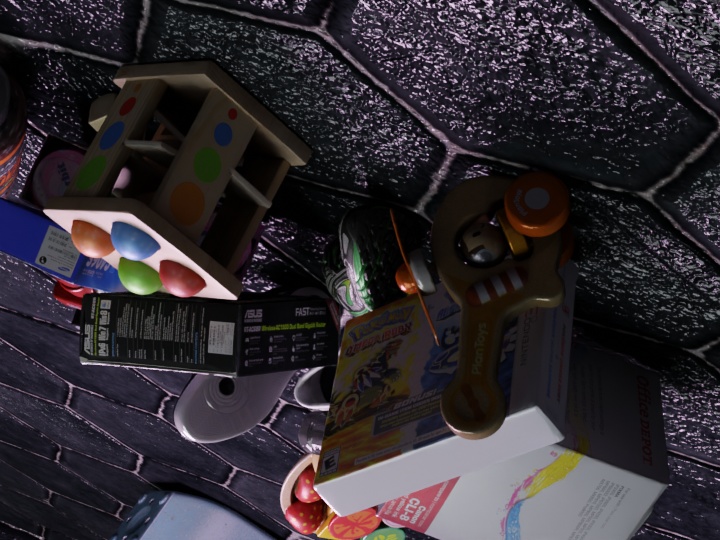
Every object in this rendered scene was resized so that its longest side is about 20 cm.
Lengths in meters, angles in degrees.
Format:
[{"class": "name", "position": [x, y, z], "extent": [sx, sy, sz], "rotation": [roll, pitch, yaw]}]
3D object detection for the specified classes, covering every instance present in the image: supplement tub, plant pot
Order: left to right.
[{"class": "supplement tub", "position": [-0.347, -0.124, 1.673], "extent": [0.107, 0.107, 0.200], "rotation": [28, 161, -4]}, {"class": "plant pot", "position": [-0.271, 0.440, 2.913], "extent": [0.200, 0.197, 0.196], "rotation": [44, 156, -18]}]

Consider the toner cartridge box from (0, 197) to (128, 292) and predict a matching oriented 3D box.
[{"class": "toner cartridge box", "position": [-0.256, -0.018, 1.679], "extent": [0.095, 0.043, 0.200], "rotation": [25, 180, 10]}]

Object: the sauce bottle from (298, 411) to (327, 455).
[{"class": "sauce bottle", "position": [0.028, 0.163, 1.743], "extent": [0.200, 0.066, 0.066], "rotation": [4, 151, 43]}]

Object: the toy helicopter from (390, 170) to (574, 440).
[{"class": "toy helicopter", "position": [0.080, 0.023, 1.364], "extent": [0.132, 0.201, 0.079], "rotation": [4, 156, 11]}]

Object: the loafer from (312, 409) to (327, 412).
[{"class": "loafer", "position": [-0.003, 0.191, 2.120], "extent": [0.069, 0.075, 0.200], "rotation": [-13, 147, 11]}]

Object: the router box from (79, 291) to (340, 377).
[{"class": "router box", "position": [-0.124, 0.051, 1.623], "extent": [0.149, 0.062, 0.200], "rotation": [3, -179, 24]}]

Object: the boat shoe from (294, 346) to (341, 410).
[{"class": "boat shoe", "position": [0.023, 0.088, 1.708], "extent": [0.200, 0.074, 0.065], "rotation": [-30, 168, 39]}]

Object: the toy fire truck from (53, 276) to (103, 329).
[{"class": "toy fire truck", "position": [-0.228, -0.006, 1.839], "extent": [0.176, 0.129, 0.200], "rotation": [16, 168, 26]}]

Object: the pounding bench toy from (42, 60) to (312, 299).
[{"class": "pounding bench toy", "position": [-0.172, -0.065, 1.525], "extent": [0.200, 0.156, 0.124], "rotation": [4, 151, 48]}]

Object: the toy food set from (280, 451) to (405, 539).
[{"class": "toy food set", "position": [0.012, 0.234, 2.077], "extent": [0.197, 0.049, 0.200], "rotation": [14, 130, -33]}]

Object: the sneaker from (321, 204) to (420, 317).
[{"class": "sneaker", "position": [0.000, 0.000, 1.591], "extent": [0.085, 0.078, 0.200], "rotation": [23, 161, 14]}]

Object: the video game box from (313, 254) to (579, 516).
[{"class": "video game box", "position": [0.067, 0.080, 1.446], "extent": [0.200, 0.182, 0.047], "rotation": [-23, 122, 27]}]

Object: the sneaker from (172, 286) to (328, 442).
[{"class": "sneaker", "position": [-0.119, 0.092, 1.797], "extent": [0.112, 0.200, 0.073], "rotation": [-4, 122, 54]}]

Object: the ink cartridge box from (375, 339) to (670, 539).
[{"class": "ink cartridge box", "position": [0.134, 0.144, 1.576], "extent": [0.199, 0.146, 0.145], "rotation": [21, 125, -10]}]

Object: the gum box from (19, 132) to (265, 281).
[{"class": "gum box", "position": [-0.183, -0.048, 1.667], "extent": [0.199, 0.066, 0.113], "rotation": [24, -179, 6]}]
